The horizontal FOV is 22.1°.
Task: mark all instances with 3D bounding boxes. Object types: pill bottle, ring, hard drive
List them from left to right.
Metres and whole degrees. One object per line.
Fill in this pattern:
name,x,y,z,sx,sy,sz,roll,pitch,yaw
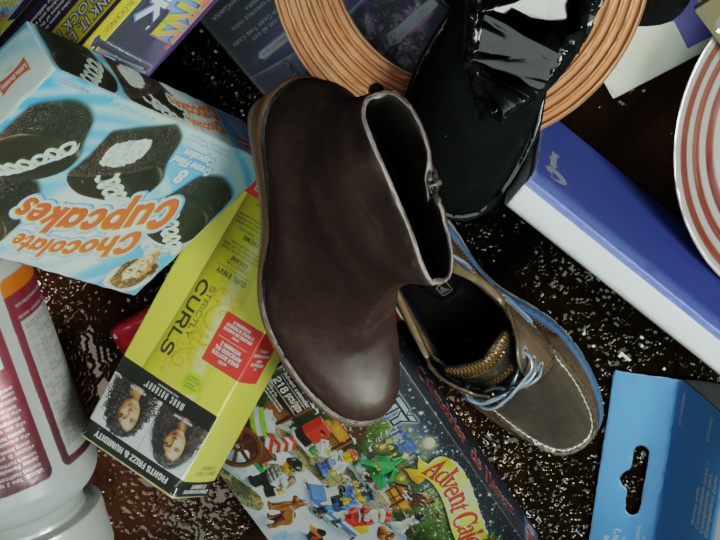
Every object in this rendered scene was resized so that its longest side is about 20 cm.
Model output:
pill bottle,-0.222,0.087,1.107,0.109,0.110,0.202,-13,107,12
ring,0.051,-0.163,0.954,0.198,0.019,0.203,1,105,3
hard drive,0.167,-0.003,1.011,0.199,0.132,0.025,38,111,-7

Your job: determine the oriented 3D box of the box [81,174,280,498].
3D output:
box,-0.078,0.027,1.061,0.075,0.050,0.201,32,95,17

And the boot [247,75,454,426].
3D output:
boot,0.000,0.000,0.941,0.072,0.166,0.202,-22,105,-20

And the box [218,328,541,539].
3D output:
box,0.003,0.129,1.122,0.136,0.038,0.201,-30,108,16

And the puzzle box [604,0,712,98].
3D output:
puzzle box,0.149,-0.210,0.997,0.132,0.025,0.201,-26,105,15

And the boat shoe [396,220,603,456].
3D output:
boat shoe,0.069,0.045,1.064,0.072,0.073,0.200,-41,109,15

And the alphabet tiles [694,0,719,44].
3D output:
alphabet tiles,0.278,-0.149,0.928,0.199,0.006,0.167,-32,113,27

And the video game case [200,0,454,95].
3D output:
video game case,-0.019,-0.143,1.017,0.200,0.019,0.142,49,133,-11

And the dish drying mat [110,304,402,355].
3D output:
dish drying mat,-0.048,0.023,1.110,0.199,0.018,0.077,-25,109,14

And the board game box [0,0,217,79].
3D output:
board game box,-0.140,-0.186,0.977,0.200,0.057,0.166,-44,57,20

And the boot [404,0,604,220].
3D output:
boot,0.070,-0.102,0.876,0.073,0.163,0.200,22,106,-2

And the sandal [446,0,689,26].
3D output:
sandal,0.079,-0.161,0.990,0.198,0.045,0.076,6,121,25

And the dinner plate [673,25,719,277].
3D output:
dinner plate,0.261,-0.073,1.010,0.198,0.024,0.202,-3,104,-12

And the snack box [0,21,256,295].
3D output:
snack box,-0.144,-0.052,0.963,0.116,0.200,0.037,-42,64,16

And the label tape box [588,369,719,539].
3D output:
label tape box,0.240,0.148,1.093,0.198,0.063,0.146,7,110,4
